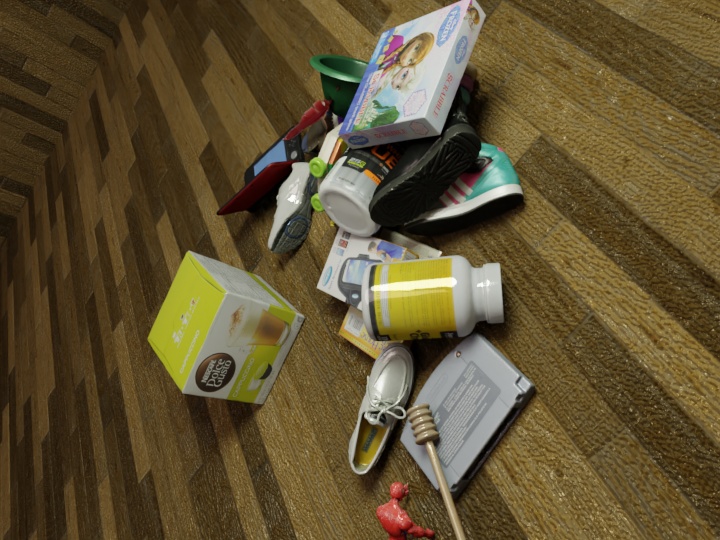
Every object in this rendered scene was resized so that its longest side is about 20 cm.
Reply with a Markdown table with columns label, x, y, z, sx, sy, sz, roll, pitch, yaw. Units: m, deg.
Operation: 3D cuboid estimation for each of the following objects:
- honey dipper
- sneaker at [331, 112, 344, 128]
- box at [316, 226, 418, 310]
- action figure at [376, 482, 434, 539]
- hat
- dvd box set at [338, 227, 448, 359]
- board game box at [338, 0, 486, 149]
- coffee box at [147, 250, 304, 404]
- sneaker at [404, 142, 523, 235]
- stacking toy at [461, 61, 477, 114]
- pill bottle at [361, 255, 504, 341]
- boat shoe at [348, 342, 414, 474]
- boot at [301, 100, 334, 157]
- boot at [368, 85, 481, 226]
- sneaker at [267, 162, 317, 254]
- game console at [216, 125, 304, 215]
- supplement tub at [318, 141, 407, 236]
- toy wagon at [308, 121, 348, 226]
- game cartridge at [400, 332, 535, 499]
| label | x | y | z | sx | sy | sz | roll | pitch | yaw |
| --- | --- | --- | --- | --- | --- | --- | --- | --- | --- |
| honey dipper | 0.107 | 0.282 | 0.756 | 0.038 | 0.037 | 0.205 | -35 | 55 | 29 |
| sneaker | -0.002 | -0.329 | 1.109 | 0.098 | 0.069 | 0.207 | -24 | 60 | 32 |
| box | 0.000 | 0.000 | 0.965 | 0.197 | 0.041 | 0.123 | 21 | 89 | 45 |
| action figure | 0.066 | 0.390 | 0.794 | 0.064 | 0.097 | 0.208 | 3 | 99 | 40 |
| hat | -0.032 | -0.288 | 1.049 | 0.201 | 0.160 | 0.181 | 53 | 138 | 49 |
| dvd box set | 0.052 | 0.044 | 0.947 | 0.144 | 0.029 | 0.206 | 25 | 92 | 46 |
| board game box | 0.072 | -0.288 | 0.846 | 0.196 | 0.041 | 0.206 | 4 | 68 | 51 |
| coffee box | -0.268 | 0.114 | 1.114 | 0.198 | 0.195 | 0.205 | 33 | 98 | 45 |
| sneaker | 0.149 | -0.137 | 0.880 | 0.195 | 0.083 | 0.125 | -17 | 68 | 30 |
| stacking toy | 0.139 | -0.243 | 0.945 | 0.084 | 0.084 | 0.208 | 9 | 88 | 44 |
| pill bottle | 0.104 | 0.039 | 0.808 | 0.192 | 0.112 | 0.116 | -5 | 69 | 15 |
| boat shoe | 0.028 | 0.213 | 0.853 | 0.073 | 0.086 | 0.208 | 24 | 95 | 2 |
| boot | -0.071 | -0.248 | 1.155 | 0.097 | 0.073 | 0.205 | -42 | 41 | 38 |
| boot | 0.086 | -0.181 | 0.858 | 0.209 | 0.079 | 0.161 | -38 | 43 | 25 |
| sneaker | -0.140 | -0.131 | 1.168 | 0.085 | 0.074 | 0.205 | 20 | 81 | 39 |
| game console | -0.228 | -0.224 | 1.255 | 0.197 | 0.117 | 0.177 | -32 | 55 | 31 |
| supplement tub | 0.025 | -0.170 | 0.954 | 0.120 | 0.123 | 0.203 | 8 | 56 | 44 |
| toy wagon | -0.032 | -0.166 | 1.031 | 0.039 | 0.155 | 0.205 | 22 | 135 | 24 |
| game cartridge | 0.143 | 0.199 | 0.801 | 0.133 | 0.040 | 0.203 | 44 | 106 | 40 |
